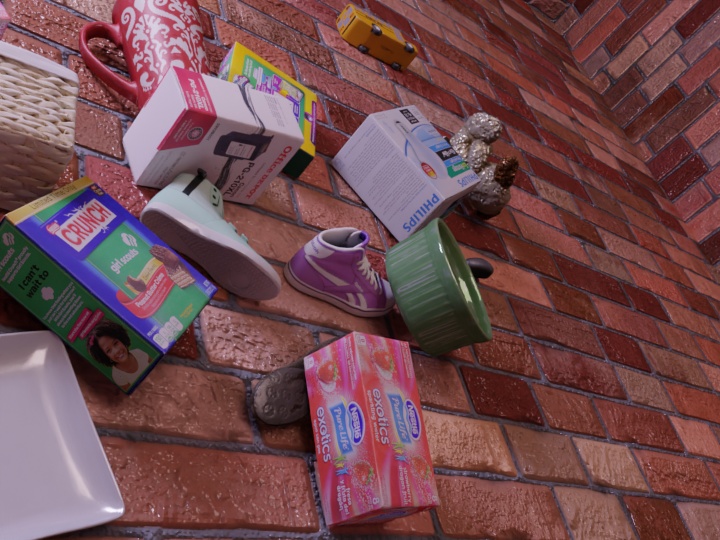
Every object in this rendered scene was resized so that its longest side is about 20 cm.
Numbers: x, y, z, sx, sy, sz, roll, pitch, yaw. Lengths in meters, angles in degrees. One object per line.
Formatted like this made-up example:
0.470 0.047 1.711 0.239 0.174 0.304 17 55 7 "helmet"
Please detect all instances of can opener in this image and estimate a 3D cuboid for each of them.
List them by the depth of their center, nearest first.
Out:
0.150 -0.008 1.381 0.198 0.067 0.053 3 52 -42 "can opener"

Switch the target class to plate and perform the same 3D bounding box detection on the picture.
-0.323 0.148 0.672 0.198 0.032 0.201 -2 55 -50 "plate"

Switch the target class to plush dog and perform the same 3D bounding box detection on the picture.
0.241 -0.194 1.623 0.160 0.201 0.172 -34 68 -25 "plush dog"

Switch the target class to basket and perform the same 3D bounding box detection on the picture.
-0.410 -0.157 0.823 0.198 0.135 0.125 16 46 -39 "basket"

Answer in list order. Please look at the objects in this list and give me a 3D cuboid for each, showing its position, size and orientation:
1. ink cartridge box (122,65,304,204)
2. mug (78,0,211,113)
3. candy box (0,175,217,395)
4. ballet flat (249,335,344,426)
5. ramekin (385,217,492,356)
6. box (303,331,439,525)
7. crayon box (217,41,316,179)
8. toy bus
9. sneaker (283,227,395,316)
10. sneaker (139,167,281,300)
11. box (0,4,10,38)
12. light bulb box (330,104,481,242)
-0.198 -0.178 1.080 0.199 0.145 0.085 6 50 -46 "ink cartridge box"
-0.300 -0.295 1.150 0.134 0.176 0.202 64 5 -62 "mug"
-0.268 0.008 0.831 0.200 0.077 0.169 41 21 -7 "candy box"
-0.074 0.136 0.976 0.200 0.046 0.068 -34 100 -53 "ballet flat"
0.117 0.031 1.202 0.201 0.097 0.201 58 16 -27 "ramekin"
0.011 0.186 0.924 0.102 0.094 0.202 15 56 -43 "box"
-0.158 -0.269 1.314 0.171 0.058 0.201 28 35 -24 "crayon box"
0.042 -0.545 1.855 0.198 0.065 0.079 15 41 -39 "toy bus"
0.000 0.000 1.143 0.199 0.114 0.073 17 39 -39 "sneaker"
-0.174 -0.053 1.028 0.199 0.074 0.119 35 39 -12 "sneaker"
-0.506 -0.277 0.858 0.095 0.103 0.199 52 31 11 "box"
0.087 -0.178 1.435 0.200 0.125 0.198 48 31 7 "light bulb box"
